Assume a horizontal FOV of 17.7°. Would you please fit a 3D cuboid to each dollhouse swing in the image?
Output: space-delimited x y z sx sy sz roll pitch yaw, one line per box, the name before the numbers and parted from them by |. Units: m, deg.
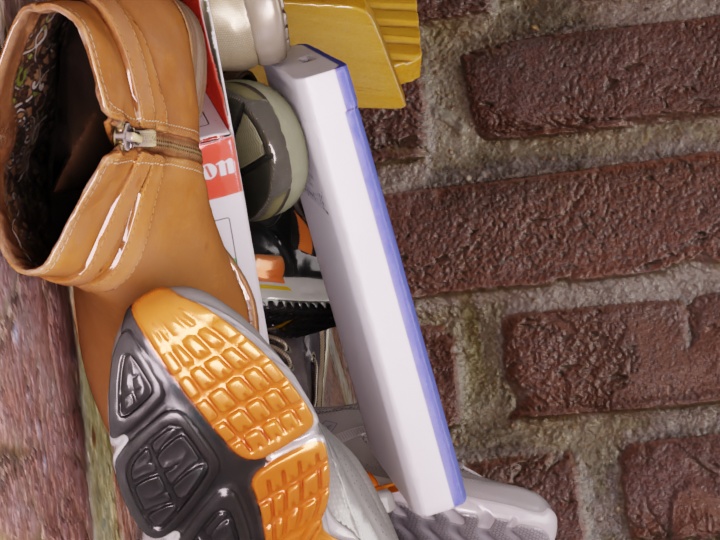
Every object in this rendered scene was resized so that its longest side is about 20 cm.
dollhouse swing | -0.051 -0.222 1.349 0.200 0.180 0.177 -93 -174 -57

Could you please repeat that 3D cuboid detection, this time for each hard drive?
hard drive | 0.000 0.000 1.062 0.132 0.025 0.201 -135 -151 -76

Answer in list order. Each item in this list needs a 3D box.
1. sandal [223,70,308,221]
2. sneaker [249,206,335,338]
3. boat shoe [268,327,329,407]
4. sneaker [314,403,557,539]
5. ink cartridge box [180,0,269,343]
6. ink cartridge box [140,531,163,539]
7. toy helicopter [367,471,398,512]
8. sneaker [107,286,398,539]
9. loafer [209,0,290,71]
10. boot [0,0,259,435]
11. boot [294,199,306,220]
sandal | -0.060 -0.061 1.087 0.201 0.057 0.080 17 -53 63
sneaker | -0.042 -0.014 1.284 0.200 0.070 0.091 1 73 -61
boat shoe | -0.052 0.059 1.356 0.073 0.074 0.201 39 43 -87
sneaker | 0.016 0.105 1.257 0.075 0.199 0.082 73 36 -51
ink cartridge box | -0.083 -0.043 0.983 0.109 0.050 0.201 -122 -160 -60
ink cartridge box | -0.044 0.209 0.951 0.200 0.084 0.147 -91 173 -61
toy helicopter | 0.007 0.139 1.110 0.200 0.078 0.133 71 7 -58
sneaker | -0.038 0.076 0.859 0.201 0.075 0.092 62 5 -33
loafer | -0.097 -0.175 1.050 0.076 0.068 0.201 94 -29 -69
boot | -0.085 -0.007 0.834 0.155 0.076 0.201 -38 131 -79
boot | -0.037 -0.042 1.407 0.131 0.068 0.200 39 -19 35
